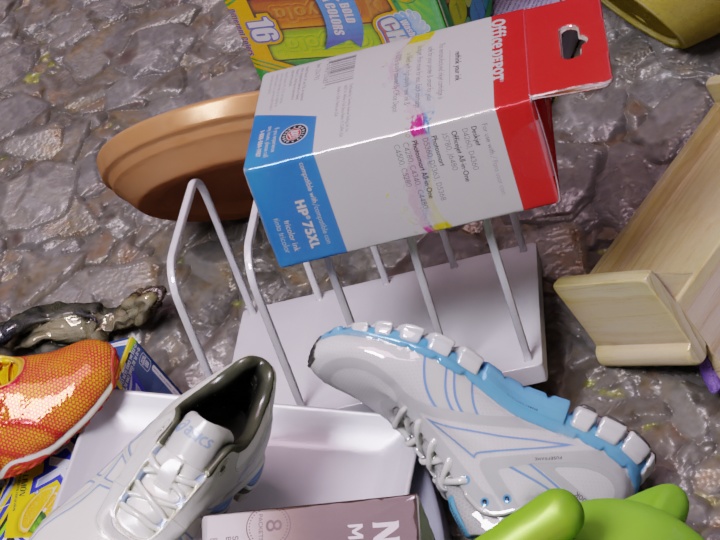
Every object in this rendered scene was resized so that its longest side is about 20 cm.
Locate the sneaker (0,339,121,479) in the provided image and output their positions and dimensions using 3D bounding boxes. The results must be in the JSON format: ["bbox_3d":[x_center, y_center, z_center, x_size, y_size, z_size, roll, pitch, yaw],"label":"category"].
[{"bbox_3d":[-0.235,0.082,1.021,0.198,0.078,0.073,-21,33,4],"label":"sneaker"}]

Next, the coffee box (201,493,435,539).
[{"bbox_3d":[-0.015,0.219,0.852,0.112,0.080,0.202,-6,63,8],"label":"coffee box"}]

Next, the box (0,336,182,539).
[{"bbox_3d":[-0.168,0.140,1.043,0.064,0.070,0.201,-14,42,29],"label":"box"}]

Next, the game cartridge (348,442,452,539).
[{"bbox_3d":[-0.012,0.173,0.976,0.132,0.041,0.201,-17,43,13],"label":"game cartridge"}]

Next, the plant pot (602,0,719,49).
[{"bbox_3d":[0.217,-0.237,1.184,0.142,0.200,0.200,-54,46,3],"label":"plant pot"}]

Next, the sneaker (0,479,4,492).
[{"bbox_3d":[-0.252,0.117,1.106,0.071,0.073,0.200,-42,44,-8],"label":"sneaker"}]

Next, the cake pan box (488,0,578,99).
[{"bbox_3d":[0.059,-0.161,1.260,0.183,0.053,0.201,3,49,29],"label":"cake pan box"}]

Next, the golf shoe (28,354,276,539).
[{"bbox_3d":[-0.107,0.111,0.886,0.078,0.098,0.200,32,42,5],"label":"golf shoe"}]

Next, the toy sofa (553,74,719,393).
[{"bbox_3d":[0.214,-0.023,1.048,0.200,0.098,0.083,-51,25,-25],"label":"toy sofa"}]

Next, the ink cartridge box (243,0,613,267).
[{"bbox_3d":[0.044,-0.079,0.963,0.198,0.068,0.117,-12,31,11],"label":"ink cartridge box"}]

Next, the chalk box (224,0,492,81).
[{"bbox_3d":[0.020,-0.208,1.196,0.198,0.125,0.125,-1,48,25],"label":"chalk box"}]

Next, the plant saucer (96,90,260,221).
[{"bbox_3d":[-0.071,-0.070,1.148,0.198,0.200,0.038,-13,79,11],"label":"plant saucer"}]

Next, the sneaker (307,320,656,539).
[{"bbox_3d":[0.058,0.096,0.952,0.199,0.075,0.087,24,68,3],"label":"sneaker"}]

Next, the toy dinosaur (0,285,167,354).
[{"bbox_3d":[-0.223,0.047,1.184,0.198,0.048,0.088,-3,32,22],"label":"toy dinosaur"}]

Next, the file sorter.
[{"bbox_3d":[0.000,0.000,1.052,0.198,0.125,0.139,-13,30,11],"label":"file sorter"}]

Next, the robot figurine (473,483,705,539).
[{"bbox_3d":[0.109,0.188,0.829,0.115,0.176,0.200,-29,11,42],"label":"robot figurine"}]

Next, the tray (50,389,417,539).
[{"bbox_3d":[-0.069,0.121,0.988,0.198,0.022,0.108,4,49,12],"label":"tray"}]
